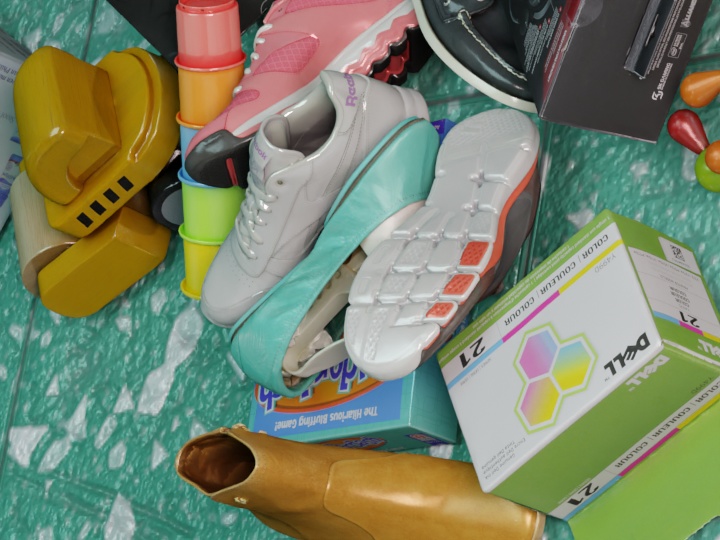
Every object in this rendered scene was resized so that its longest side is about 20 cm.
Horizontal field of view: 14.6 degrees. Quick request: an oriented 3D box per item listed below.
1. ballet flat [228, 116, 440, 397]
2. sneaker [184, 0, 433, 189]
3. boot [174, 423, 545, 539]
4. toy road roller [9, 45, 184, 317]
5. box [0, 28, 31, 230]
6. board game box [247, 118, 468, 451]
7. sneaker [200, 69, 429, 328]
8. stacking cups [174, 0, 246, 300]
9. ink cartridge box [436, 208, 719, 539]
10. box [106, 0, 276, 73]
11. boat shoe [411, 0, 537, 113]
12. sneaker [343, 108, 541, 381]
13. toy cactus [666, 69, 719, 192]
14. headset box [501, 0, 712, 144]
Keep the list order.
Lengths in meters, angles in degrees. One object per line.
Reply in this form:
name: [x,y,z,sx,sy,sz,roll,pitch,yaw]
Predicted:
ballet flat: [0.000,0.000,1.705,0.070,0.067,0.200,48,112,24]
sneaker: [-0.043,-0.127,1.799,0.200,0.074,0.087,-36,69,-18]
boot: [-0.005,0.133,1.649,0.201,0.144,0.071,-2,72,47]
toy road roller: [-0.195,-0.075,1.952,0.200,0.146,0.123,-38,48,30]
box: [-0.341,-0.103,2.160,0.184,0.105,0.200,38,101,49]
board game box: [0.004,0.016,1.769,0.152,0.045,0.200,-13,64,45]
sneaker: [-0.049,-0.050,1.746,0.200,0.100,0.075,-50,44,21]
stacking cups: [-0.098,-0.082,1.837,0.060,0.060,0.200,21,123,50]
ink cartridge box: [0.140,0.091,1.559,0.148,0.076,0.200,-42,45,27]
box: [-0.070,-0.248,1.865,0.200,0.124,0.149,-43,6,27]
boat shoe: [0.078,-0.172,1.750,0.066,0.074,0.199,-62,29,26]
sneaker: [0.062,-0.002,1.655,0.077,0.082,0.200,12,54,33]
toy cactus: [0.262,-0.071,1.505,0.200,0.102,0.165,-33,70,31]
headset box: [0.145,-0.178,1.599,0.200,0.077,0.149,-104,28,-58]
